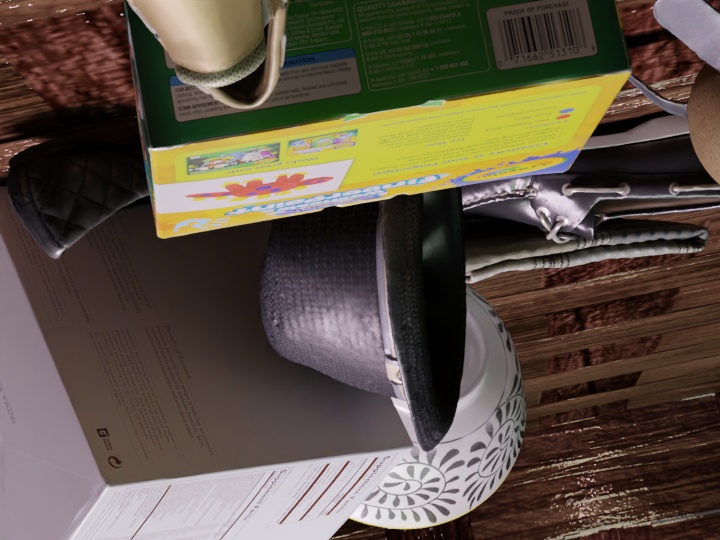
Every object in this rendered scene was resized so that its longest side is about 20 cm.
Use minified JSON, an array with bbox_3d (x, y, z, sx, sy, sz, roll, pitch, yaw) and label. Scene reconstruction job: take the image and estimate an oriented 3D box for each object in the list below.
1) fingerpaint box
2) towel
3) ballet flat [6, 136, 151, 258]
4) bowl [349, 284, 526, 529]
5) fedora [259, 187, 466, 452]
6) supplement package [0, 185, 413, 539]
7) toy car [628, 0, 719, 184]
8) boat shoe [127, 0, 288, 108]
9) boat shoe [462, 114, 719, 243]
[{"bbox_3d":[0.001,-0.081,0.967,0.199,0.074,0.167,-10,169,-5],"label":"fingerpaint box"},{"bbox_3d":[0.098,-0.011,1.451,0.199,0.035,0.192,-6,-175,-24],"label":"towel"},{"bbox_3d":[-0.099,-0.038,1.130,0.066,0.057,0.200,-26,168,42],"label":"ballet flat"},{"bbox_3d":[0.033,0.068,1.527,0.200,0.201,0.094,-8,158,-19],"label":"bowl"},{"bbox_3d":[0.000,0.000,1.150,0.091,0.201,0.201,0,172,10],"label":"fedora"},{"bbox_3d":[-0.118,0.068,1.226,0.200,0.192,0.147,-3,146,-39],"label":"supplement package"},{"bbox_3d":[0.224,-0.090,1.117,0.199,0.158,0.164,20,160,-9],"label":"toy car"},{"bbox_3d":[-0.053,-0.102,0.777,0.071,0.076,0.200,-12,170,9],"label":"boat shoe"},{"bbox_3d":[0.137,-0.048,1.338,0.199,0.061,0.074,-12,171,3],"label":"boat shoe"}]
